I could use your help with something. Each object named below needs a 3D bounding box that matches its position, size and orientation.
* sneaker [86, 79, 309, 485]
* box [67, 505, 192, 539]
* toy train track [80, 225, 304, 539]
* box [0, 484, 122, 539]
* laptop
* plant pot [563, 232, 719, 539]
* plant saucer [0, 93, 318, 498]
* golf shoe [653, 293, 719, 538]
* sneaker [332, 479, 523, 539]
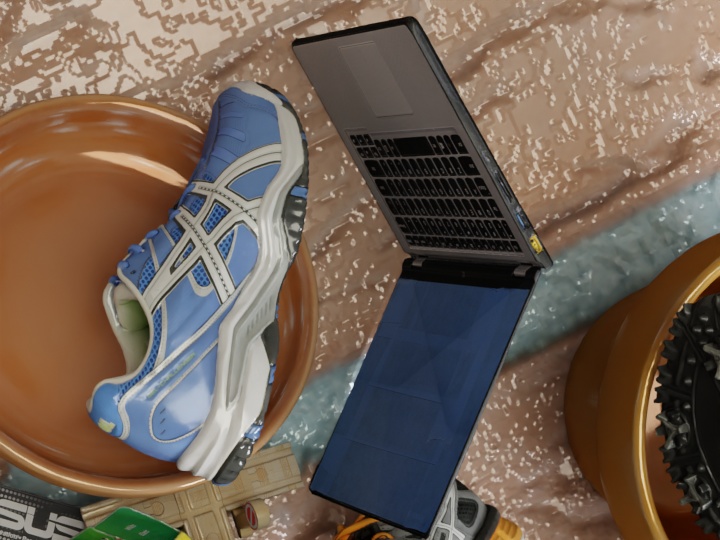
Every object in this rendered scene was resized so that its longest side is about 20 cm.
[{"bbox_3d":[-0.073,-0.005,1.170,0.076,0.076,0.201,15,58,-13],"label":"sneaker"},{"bbox_3d":[-0.057,0.191,1.165,0.200,0.117,0.048,45,64,-4],"label":"box"},{"bbox_3d":[-0.089,0.066,1.235,0.114,0.033,0.201,-16,82,-26],"label":"toy train track"},{"bbox_3d":[-0.126,0.201,1.222,0.199,0.044,0.161,19,67,-17],"label":"box"},{"bbox_3d":[0.000,0.000,1.206,0.116,0.187,0.201,-32,101,-15],"label":"laptop"},{"bbox_3d":[0.191,0.072,1.271,0.199,0.183,0.202,-1,93,-17],"label":"plant pot"},{"bbox_3d":[-0.118,0.014,1.209,0.199,0.037,0.202,9,64,-18],"label":"plant saucer"},{"bbox_3d":[0.198,0.097,1.149,0.094,0.078,0.201,-25,102,-33],"label":"golf shoe"},{"bbox_3d":[0.016,0.149,1.232,0.078,0.200,0.077,-42,91,20],"label":"sneaker"}]
